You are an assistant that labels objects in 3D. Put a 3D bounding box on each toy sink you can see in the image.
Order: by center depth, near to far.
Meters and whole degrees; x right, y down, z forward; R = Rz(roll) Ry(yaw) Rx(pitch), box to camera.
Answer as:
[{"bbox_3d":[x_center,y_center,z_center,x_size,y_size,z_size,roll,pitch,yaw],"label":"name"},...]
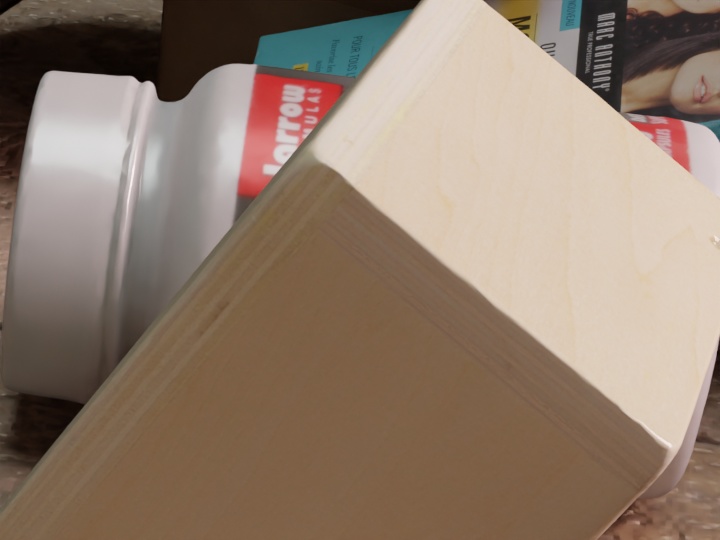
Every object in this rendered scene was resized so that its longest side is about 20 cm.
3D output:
[{"bbox_3d":[-0.010,0.050,0.645,0.112,0.200,0.130,40,27,-3],"label":"toy sink"}]

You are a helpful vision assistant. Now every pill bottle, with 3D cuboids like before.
[{"bbox_3d":[0.000,0.000,0.772,0.200,0.114,0.114,7,26,-2],"label":"pill bottle"}]

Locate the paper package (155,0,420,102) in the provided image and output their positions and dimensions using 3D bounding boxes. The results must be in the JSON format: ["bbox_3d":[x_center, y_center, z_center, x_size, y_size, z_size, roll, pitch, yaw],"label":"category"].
[{"bbox_3d":[0.039,-0.105,1.011,0.191,0.104,0.200,15,26,15],"label":"paper package"}]

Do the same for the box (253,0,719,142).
[{"bbox_3d":[0.061,-0.050,0.857,0.200,0.049,0.082,-9,46,18],"label":"box"}]

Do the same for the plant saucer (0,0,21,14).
[{"bbox_3d":[-0.099,-0.138,0.969,0.200,0.032,0.200,-35,8,6],"label":"plant saucer"}]
